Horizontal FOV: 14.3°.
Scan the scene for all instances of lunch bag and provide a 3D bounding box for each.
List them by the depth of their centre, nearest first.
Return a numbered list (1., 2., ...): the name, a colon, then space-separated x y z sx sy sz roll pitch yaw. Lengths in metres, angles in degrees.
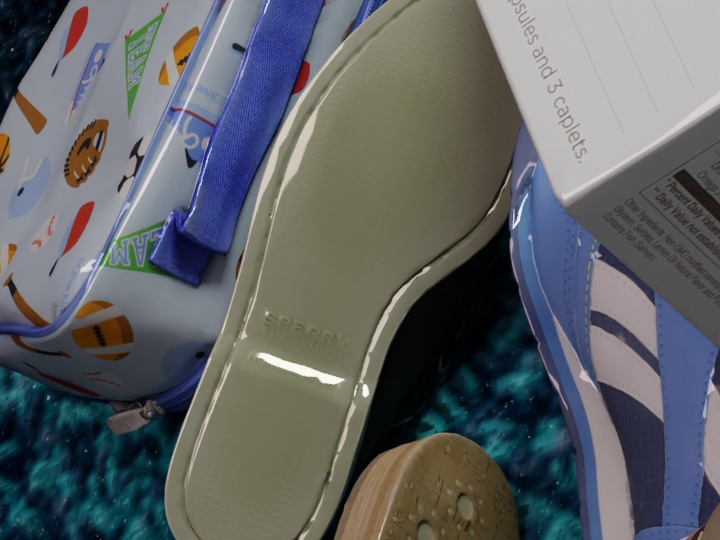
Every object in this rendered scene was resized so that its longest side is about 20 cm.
1. lunch bag: -0.061 -0.044 0.954 0.160 0.075 0.201 -3 63 62

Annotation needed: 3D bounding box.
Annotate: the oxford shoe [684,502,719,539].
1. oxford shoe: 0.125 0.121 0.594 0.200 0.071 0.074 59 146 28

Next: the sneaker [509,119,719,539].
1. sneaker: 0.095 0.023 0.746 0.082 0.074 0.200 -35 49 26

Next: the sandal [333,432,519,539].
1. sandal: 0.022 0.130 0.748 0.070 0.078 0.212 -23 43 41

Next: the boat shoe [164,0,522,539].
1. boat shoe: 0.002 0.001 0.877 0.066 0.074 0.200 49 -118 -84

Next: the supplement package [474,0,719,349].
1. supplement package: 0.138 -0.089 0.629 0.200 0.151 0.152 -33 50 18
